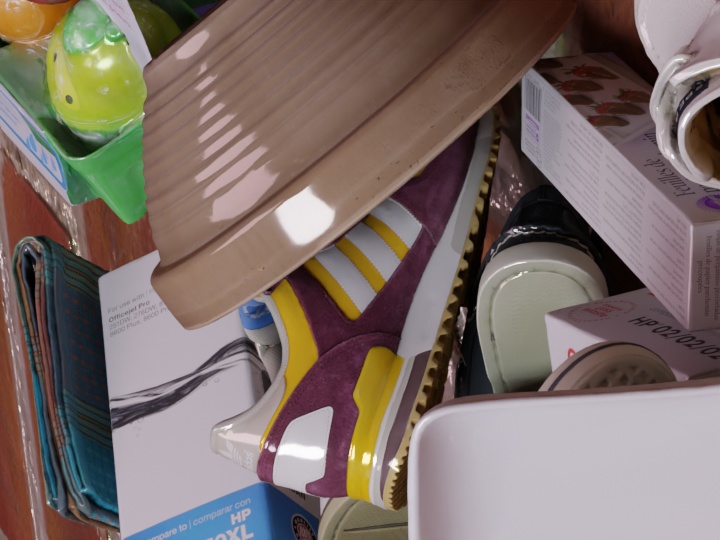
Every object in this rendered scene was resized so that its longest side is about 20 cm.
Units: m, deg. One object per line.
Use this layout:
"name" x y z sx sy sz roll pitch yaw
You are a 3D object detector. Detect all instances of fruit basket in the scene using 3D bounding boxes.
"fruit basket" -0.134 -0.122 1.169 0.185 0.094 0.200 45 169 42

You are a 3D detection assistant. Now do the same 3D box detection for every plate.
"plate" 0.109 0.104 0.883 0.032 0.199 0.200 -106 13 -52

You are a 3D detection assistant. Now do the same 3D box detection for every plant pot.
"plant pot" -0.020 -0.074 1.077 0.093 0.201 0.201 49 162 -8

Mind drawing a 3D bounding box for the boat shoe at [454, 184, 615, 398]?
"boat shoe" 0.075 0.047 1.132 0.066 0.074 0.200 -84 -12 -45

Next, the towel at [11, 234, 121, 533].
"towel" -0.100 0.072 1.370 0.200 0.022 0.147 28 -136 -55

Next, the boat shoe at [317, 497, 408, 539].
"boat shoe" 0.022 0.105 1.235 0.200 0.074 0.069 67 -162 -65

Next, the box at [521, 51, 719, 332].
"box" 0.102 -0.033 0.982 0.200 0.038 0.042 -124 30 -67

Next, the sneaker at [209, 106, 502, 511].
"sneaker" 0.000 0.000 1.117 0.075 0.090 0.201 94 -170 -52

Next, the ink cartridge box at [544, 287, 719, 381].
"ink cartridge box" 0.126 0.074 0.998 0.115 0.067 0.201 -157 56 -65

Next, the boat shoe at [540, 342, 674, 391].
"boat shoe" 0.062 0.103 0.948 0.062 0.074 0.201 -123 33 -47

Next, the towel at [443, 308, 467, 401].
"towel" 0.014 -0.015 1.306 0.132 0.034 0.201 155 100 -69

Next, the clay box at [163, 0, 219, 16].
"clay box" -0.069 -0.128 1.336 0.200 0.114 0.048 141 110 -70

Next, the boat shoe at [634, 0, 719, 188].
"boat shoe" 0.129 -0.057 0.895 0.200 0.069 0.071 -132 34 -53

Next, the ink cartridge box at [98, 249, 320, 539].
"ink cartridge box" -0.049 0.098 1.320 0.145 0.084 0.201 42 -150 -48
